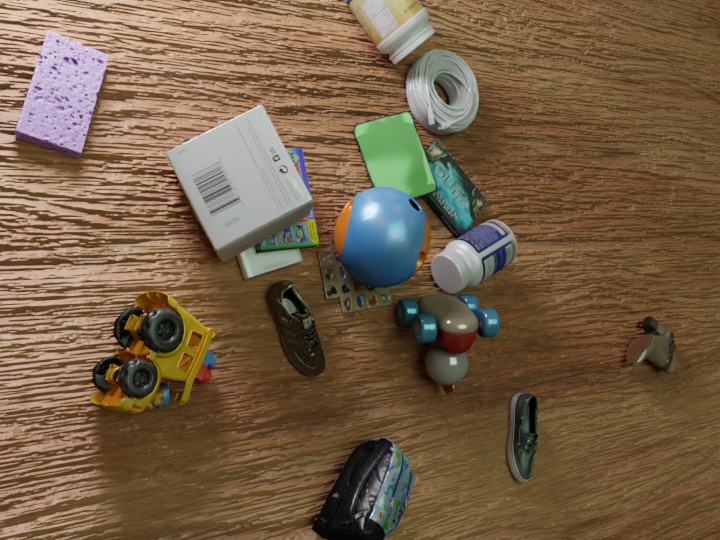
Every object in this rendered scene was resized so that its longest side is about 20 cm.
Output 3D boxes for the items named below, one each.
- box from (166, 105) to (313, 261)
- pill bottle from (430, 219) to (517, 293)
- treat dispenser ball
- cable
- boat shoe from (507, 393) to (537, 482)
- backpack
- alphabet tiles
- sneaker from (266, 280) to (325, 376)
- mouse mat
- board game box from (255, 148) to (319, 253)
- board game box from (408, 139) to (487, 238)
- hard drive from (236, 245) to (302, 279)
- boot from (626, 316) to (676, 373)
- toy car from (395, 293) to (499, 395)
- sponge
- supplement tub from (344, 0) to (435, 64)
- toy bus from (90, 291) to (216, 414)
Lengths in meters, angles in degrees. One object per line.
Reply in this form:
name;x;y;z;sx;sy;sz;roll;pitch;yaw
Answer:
box;-0.217;-0.155;1.317;0.198;0.131;0.201;-28;87;-10
pill bottle;0.261;-0.030;1.659;0.199;0.115;0.117;-28;94;-35
treat dispenser ball;0.045;-0.067;1.467;0.198;0.200;0.205;8;74;-31
cable;0.201;-0.430;1.746;0.198;0.069;0.203;-13;85;-36
boat shoe;0.382;0.386;1.674;0.068;0.056;0.204;10;73;-31
backpack;0.019;0.421;1.380;0.153;0.162;0.203;35;55;-31
alphabet tiles;0.000;0.000;1.547;0.197;0.006;0.169;-7;83;-35
sneaker;-0.119;0.115;1.399;0.070;0.075;0.202;-32;96;-34
mouse mat;0.080;-0.254;1.638;0.159;0.008;0.203;-19;86;-23
board game box;-0.160;-0.141;1.431;0.133;0.029;0.204;-7;83;-33
board game box;0.207;-0.193;1.716;0.200;0.028;0.136;48;59;-15
hard drive;-0.202;-0.097;1.425;0.130;0.026;0.203;-18;89;-35
boot;0.815;0.230;1.990;0.147;0.070;0.201;49;58;-17
toy car;0.180;0.168;1.562;0.181;0.177;0.204;-3;109;-20
sponge;-0.522;-0.308;1.264;0.110;0.030;0.203;19;69;-28
supplement tub;0.068;-0.593;1.651;0.201;0.144;0.144;52;57;-12
toy bus;-0.333;0.165;1.228;0.192;0.134;0.203;39;61;-38
